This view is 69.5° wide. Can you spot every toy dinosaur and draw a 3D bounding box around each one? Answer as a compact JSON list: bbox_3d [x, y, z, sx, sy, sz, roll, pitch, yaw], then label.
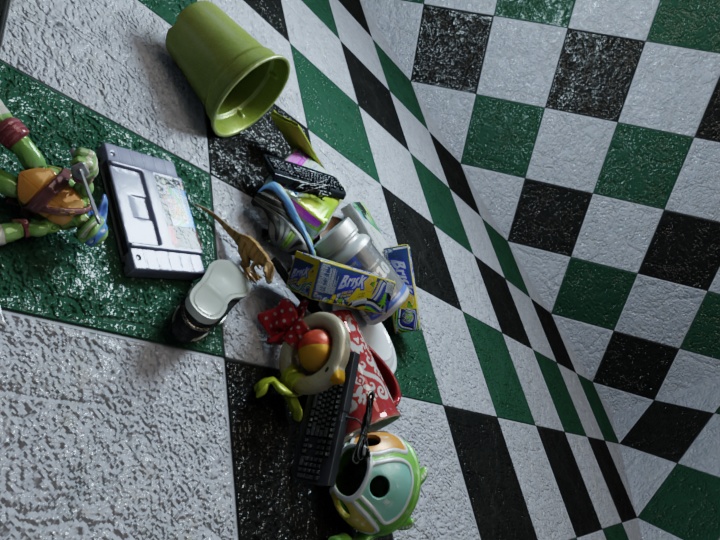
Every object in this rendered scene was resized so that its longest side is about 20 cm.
[{"bbox_3d":[-0.192,-0.040,0.877,0.060,0.107,0.199,-37,57,-27],"label":"toy dinosaur"}]

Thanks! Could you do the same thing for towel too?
[{"bbox_3d":[-0.130,-0.278,1.162,0.085,0.018,0.200,29,-12,26],"label":"towel"}]

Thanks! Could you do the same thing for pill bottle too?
[{"bbox_3d":[0.000,0.000,1.058,0.201,0.113,0.114,51,28,-9],"label":"pill bottle"}]

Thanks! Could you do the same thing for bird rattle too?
[{"bbox_3d":[-0.084,0.130,0.822,0.113,0.160,0.203,52,33,-40],"label":"bird rattle"}]

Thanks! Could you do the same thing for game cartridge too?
[{"bbox_3d":[-0.306,-0.084,0.768,0.129,0.038,0.204,3,62,-55],"label":"game cartridge"}]

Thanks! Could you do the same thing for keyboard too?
[{"bbox_3d":[-0.098,-0.191,1.055,0.197,0.040,0.105,6,45,-45],"label":"keyboard"},{"bbox_3d":[-0.033,0.221,0.791,0.021,0.124,0.204,52,44,-54],"label":"keyboard"}]

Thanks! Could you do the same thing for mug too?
[{"bbox_3d":[-0.022,0.189,0.922,0.203,0.131,0.177,66,9,21],"label":"mug"}]

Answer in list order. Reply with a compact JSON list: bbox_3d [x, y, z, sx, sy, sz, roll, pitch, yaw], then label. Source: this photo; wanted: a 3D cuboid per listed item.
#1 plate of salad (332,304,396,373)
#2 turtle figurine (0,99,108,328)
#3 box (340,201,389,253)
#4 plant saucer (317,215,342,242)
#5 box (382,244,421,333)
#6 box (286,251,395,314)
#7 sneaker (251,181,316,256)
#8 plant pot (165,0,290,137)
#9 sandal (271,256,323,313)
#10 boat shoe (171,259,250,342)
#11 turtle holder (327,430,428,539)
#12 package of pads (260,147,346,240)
[{"bbox_3d":[0.004,0.137,1.086,0.200,0.048,0.202,43,23,-22],"label":"plate of salad"},{"bbox_3d":[-0.363,-0.093,0.553,0.194,0.143,0.201,46,26,-20],"label":"turtle figurine"},{"bbox_3d":[0.016,-0.102,1.301,0.146,0.036,0.200,59,10,-3],"label":"box"},{"bbox_3d":[-0.038,-0.029,1.185,0.200,0.036,0.203,42,33,-35],"label":"plant saucer"},{"bbox_3d":[0.101,0.043,1.248,0.070,0.063,0.205,2,79,-81],"label":"box"},{"bbox_3d":[-0.029,0.025,0.905,0.198,0.069,0.066,17,91,-47],"label":"box"},{"bbox_3d":[-0.145,-0.068,1.001,0.202,0.082,0.071,62,-5,-19],"label":"sneaker"},{"bbox_3d":[-0.267,-0.399,1.000,0.185,0.200,0.200,47,27,1],"label":"plant pot"},{"bbox_3d":[-0.099,0.033,0.949,0.075,0.048,0.201,43,-9,46],"label":"sandal"},{"bbox_3d":[-0.218,0.043,0.767,0.074,0.060,0.201,42,16,-12],"label":"boat shoe"},{"bbox_3d":[0.006,0.339,0.806,0.131,0.186,0.141,40,5,-46],"label":"turtle holder"},{"bbox_3d":[-0.117,-0.166,1.109,0.153,0.068,0.201,37,32,-11],"label":"package of pads"}]
